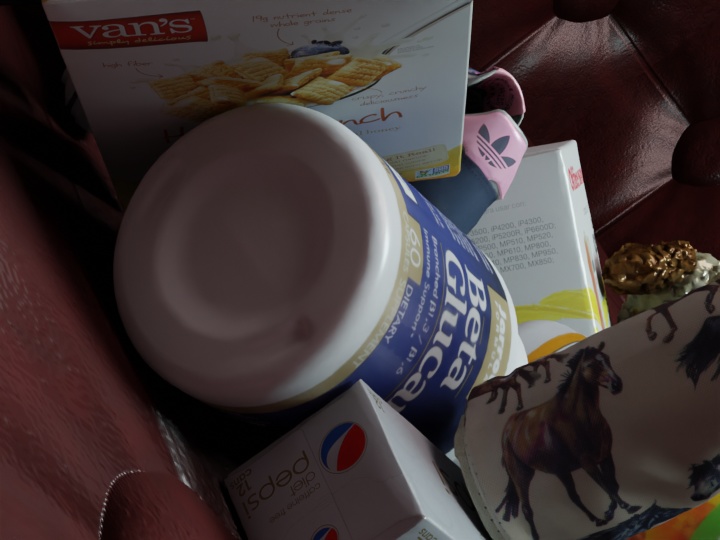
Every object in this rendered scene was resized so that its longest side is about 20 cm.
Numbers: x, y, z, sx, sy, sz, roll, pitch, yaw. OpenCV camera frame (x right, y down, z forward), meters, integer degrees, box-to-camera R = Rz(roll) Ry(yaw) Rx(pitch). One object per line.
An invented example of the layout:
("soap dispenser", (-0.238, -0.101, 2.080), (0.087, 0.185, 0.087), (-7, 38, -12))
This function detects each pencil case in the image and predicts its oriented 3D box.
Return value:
("pencil case", (0.136, 0.044, 0.736), (0.089, 0.199, 0.078), (48, 21, -54))

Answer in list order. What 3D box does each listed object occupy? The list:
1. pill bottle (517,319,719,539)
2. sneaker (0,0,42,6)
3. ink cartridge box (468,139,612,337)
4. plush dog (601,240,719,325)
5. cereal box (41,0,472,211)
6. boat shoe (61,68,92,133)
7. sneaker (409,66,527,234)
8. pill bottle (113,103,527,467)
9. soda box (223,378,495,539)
("pill bottle", (0.094, 0.092, 0.912), (0.200, 0.111, 0.111), (34, -1, 28))
("sneaker", (-0.089, -0.108, 0.784), (0.199, 0.084, 0.077), (0, 41, -28))
("ink cartridge box", (0.093, 0.035, 1.094), (0.145, 0.083, 0.201), (-30, 109, -80))
("plush dog", (0.206, 0.055, 1.100), (0.172, 0.160, 0.200), (45, -15, 38))
("cereal box", (-0.032, -0.077, 0.747), (0.200, 0.143, 0.040), (83, 1, -73))
("boat shoe", (-0.107, -0.136, 0.905), (0.067, 0.074, 0.200), (30, 37, -11))
("sneaker", (0.042, -0.068, 0.956), (0.070, 0.082, 0.200), (48, 15, -20))
("pill bottle", (-0.003, 0.020, 0.796), (0.111, 0.111, 0.200), (58, 10, 27))
("soda box", (0.035, 0.123, 0.760), (0.200, 0.064, 0.068), (43, 14, -47))
